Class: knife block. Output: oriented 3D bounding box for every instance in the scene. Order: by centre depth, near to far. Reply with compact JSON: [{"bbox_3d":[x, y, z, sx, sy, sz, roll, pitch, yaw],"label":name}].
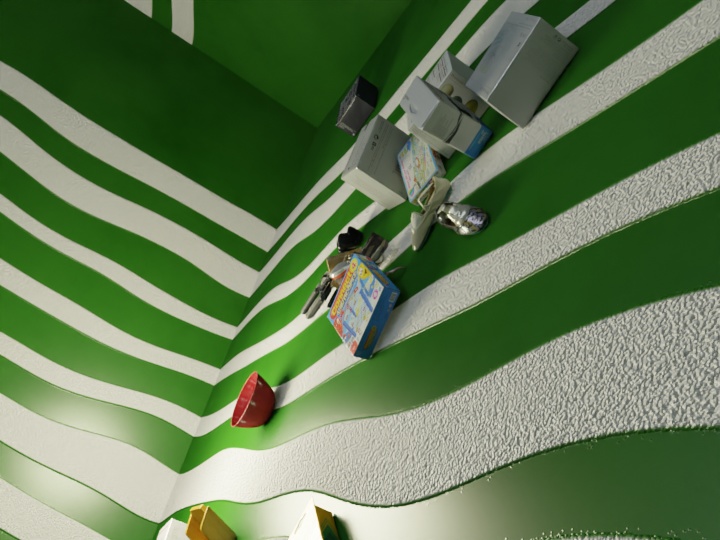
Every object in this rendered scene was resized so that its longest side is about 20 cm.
[{"bbox_3d":[-0.047,0.035,1.937,0.064,0.193,0.181,-128,23,-77],"label":"knife block"}]

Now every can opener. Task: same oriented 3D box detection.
[{"bbox_3d":[-0.144,0.086,2.173,0.202,0.053,0.067,-56,-14,24],"label":"can opener"}]

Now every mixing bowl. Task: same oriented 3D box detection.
[{"bbox_3d":[-0.370,0.478,2.129,0.202,0.106,0.202,-54,19,27],"label":"mixing bowl"}]

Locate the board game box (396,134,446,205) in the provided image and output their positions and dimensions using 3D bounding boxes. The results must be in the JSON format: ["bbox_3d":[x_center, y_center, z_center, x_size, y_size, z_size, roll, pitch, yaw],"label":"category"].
[{"bbox_3d":[0.173,-0.310,1.739,0.135,0.033,0.205,-48,40,37],"label":"board game box"}]

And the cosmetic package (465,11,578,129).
[{"bbox_3d":[0.362,-0.466,1.379,0.203,0.120,0.201,-57,18,19],"label":"cosmetic package"}]

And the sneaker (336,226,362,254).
[{"bbox_3d":[-0.045,-0.080,2.040,0.089,0.074,0.200,-62,-5,20],"label":"sneaker"}]

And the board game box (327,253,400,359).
[{"bbox_3d":[0.003,0.091,1.577,0.196,0.055,0.205,47,118,54],"label":"board game box"}]

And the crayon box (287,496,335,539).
[{"bbox_3d":[-0.098,0.598,1.269,0.128,0.051,0.200,-61,18,6],"label":"crayon box"}]

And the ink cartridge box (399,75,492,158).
[{"bbox_3d":[0.213,-0.382,1.492,0.085,0.196,0.147,-53,40,25],"label":"ink cartridge box"}]

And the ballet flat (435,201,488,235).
[{"bbox_3d":[0.221,-0.125,1.375,0.074,0.071,0.200,-61,18,1],"label":"ballet flat"}]

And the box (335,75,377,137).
[{"bbox_3d":[-0.017,-0.811,2.958,0.199,0.121,0.204,-48,24,40],"label":"box"}]

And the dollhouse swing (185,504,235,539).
[{"bbox_3d":[-0.505,0.874,1.871,0.177,0.182,0.199,-49,8,-37],"label":"dollhouse swing"}]

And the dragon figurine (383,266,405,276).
[{"bbox_3d":[0.047,0.026,1.668,0.202,0.058,0.101,-53,20,31],"label":"dragon figurine"}]

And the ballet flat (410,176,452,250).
[{"bbox_3d":[0.169,-0.154,1.571,0.205,0.068,0.069,-63,18,1],"label":"ballet flat"}]

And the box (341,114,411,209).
[{"bbox_3d":[0.073,-0.339,1.890,0.130,0.196,0.204,-19,46,64],"label":"box"}]

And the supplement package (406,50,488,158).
[{"bbox_3d":[0.242,-0.460,1.659,0.201,0.149,0.153,-51,21,31],"label":"supplement package"}]

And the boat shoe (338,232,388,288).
[{"bbox_3d":[-0.001,-0.024,1.738,0.201,0.073,0.074,-50,-3,2],"label":"boat shoe"}]

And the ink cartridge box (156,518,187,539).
[{"bbox_3d":[-0.657,1.018,2.108,0.147,0.143,0.204,-47,23,40],"label":"ink cartridge box"}]

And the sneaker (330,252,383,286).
[{"bbox_3d":[0.000,0.000,1.843,0.196,0.083,0.078,-20,24,35],"label":"sneaker"}]
